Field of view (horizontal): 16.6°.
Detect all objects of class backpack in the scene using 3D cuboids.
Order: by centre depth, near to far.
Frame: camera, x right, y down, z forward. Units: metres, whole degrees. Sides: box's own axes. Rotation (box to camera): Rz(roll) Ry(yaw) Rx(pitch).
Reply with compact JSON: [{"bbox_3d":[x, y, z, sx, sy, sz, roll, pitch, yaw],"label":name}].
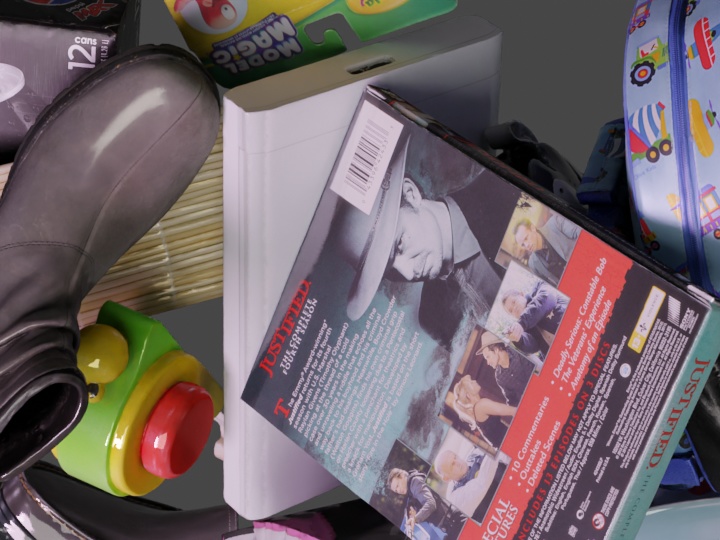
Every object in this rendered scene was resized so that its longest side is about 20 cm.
[{"bbox_3d":[0.155,-0.034,0.965,0.134,0.183,0.200,-9,125,26],"label":"backpack"}]

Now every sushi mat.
[{"bbox_3d":[-0.122,-0.010,1.030,0.199,0.012,0.096,-16,125,-6],"label":"sushi mat"}]

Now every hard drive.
[{"bbox_3d":[0.000,0.000,1.054,0.132,0.026,0.201,-20,128,-31],"label":"hard drive"}]

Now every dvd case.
[{"bbox_3d":[0.042,0.033,0.945,0.022,0.200,0.146,7,111,-46],"label":"dvd case"}]

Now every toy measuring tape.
[{"bbox_3d":[-0.091,0.074,1.074,0.073,0.074,0.200,-6,157,11],"label":"toy measuring tape"}]

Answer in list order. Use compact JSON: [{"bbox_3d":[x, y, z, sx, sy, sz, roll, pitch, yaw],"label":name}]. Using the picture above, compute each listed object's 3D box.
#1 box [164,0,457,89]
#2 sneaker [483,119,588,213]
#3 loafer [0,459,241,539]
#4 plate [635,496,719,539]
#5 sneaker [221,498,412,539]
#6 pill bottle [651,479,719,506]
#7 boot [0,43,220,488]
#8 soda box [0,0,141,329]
[{"bbox_3d":[-0.047,-0.176,0.986,0.117,0.048,0.200,-18,115,17],"label":"box"},{"bbox_3d":[0.054,0.019,1.000,0.079,0.199,0.130,-13,126,42],"label":"sneaker"},{"bbox_3d":[-0.080,0.135,1.174,0.200,0.073,0.072,29,113,-22],"label":"loafer"},{"bbox_3d":[0.133,0.154,1.043,0.199,0.026,0.200,-7,147,-5],"label":"plate"},{"bbox_3d":[-0.004,0.143,1.055,0.080,0.200,0.087,-13,83,-11],"label":"sneaker"},{"bbox_3d":[0.107,0.126,1.115,0.200,0.109,0.109,-25,115,20],"label":"pill bottle"},{"bbox_3d":[-0.118,0.015,0.958,0.200,0.131,0.068,-44,123,14],"label":"boot"},{"bbox_3d":[-0.134,-0.034,1.069,0.063,0.071,0.201,7,122,2],"label":"soda box"}]
